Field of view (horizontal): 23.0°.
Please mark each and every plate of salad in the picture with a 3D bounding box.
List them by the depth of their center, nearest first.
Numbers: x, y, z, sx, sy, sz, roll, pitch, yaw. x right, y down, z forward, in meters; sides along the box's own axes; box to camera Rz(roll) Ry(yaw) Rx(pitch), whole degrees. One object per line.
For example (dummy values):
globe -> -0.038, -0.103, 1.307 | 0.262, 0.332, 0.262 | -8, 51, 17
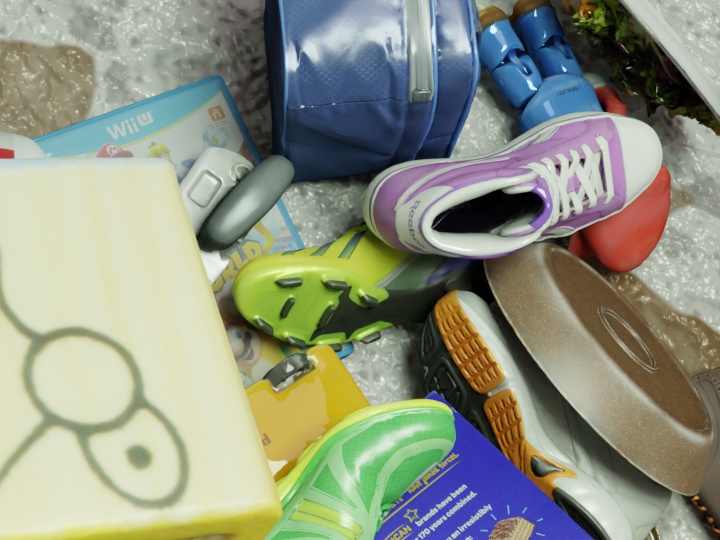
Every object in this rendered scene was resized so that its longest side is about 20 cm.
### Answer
plate of salad -> 0.180, -0.153, 1.193 | 0.048, 0.200, 0.200 | -42, 92, 7

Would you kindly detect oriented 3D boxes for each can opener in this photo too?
can opener -> -0.114, 0.004, 1.051 | 0.053, 0.066, 0.200 | 37, 68, -10

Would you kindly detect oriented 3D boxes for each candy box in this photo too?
candy box -> 0.049, 0.194, 1.024 | 0.169, 0.077, 0.200 | -36, 66, -24

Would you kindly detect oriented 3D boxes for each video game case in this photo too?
video game case -> -0.107, -0.011, 1.101 | 0.143, 0.018, 0.200 | -23, 83, -27

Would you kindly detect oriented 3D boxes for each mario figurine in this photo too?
mario figurine -> 0.133, -0.083, 1.209 | 0.123, 0.106, 0.200 | -30, 74, 6

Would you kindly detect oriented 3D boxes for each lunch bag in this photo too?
lunch bag -> 0.010, -0.135, 1.097 | 0.132, 0.200, 0.136 | -3, 76, -5

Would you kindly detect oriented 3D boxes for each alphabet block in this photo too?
alphabet block -> -0.176, 0.081, 0.851 | 0.195, 0.196, 0.200 | -3, 57, -27

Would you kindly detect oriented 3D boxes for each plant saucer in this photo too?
plant saucer -> 0.157, 0.052, 1.109 | 0.200, 0.034, 0.200 | 41, 19, -17

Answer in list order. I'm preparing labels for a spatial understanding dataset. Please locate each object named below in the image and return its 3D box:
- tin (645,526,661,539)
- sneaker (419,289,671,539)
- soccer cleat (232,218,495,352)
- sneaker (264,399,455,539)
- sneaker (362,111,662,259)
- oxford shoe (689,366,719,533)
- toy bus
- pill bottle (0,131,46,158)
tin -> 0.110, 0.214, 1.108 | 0.200, 0.042, 0.112 | -42, 96, -28
sneaker -> 0.117, 0.092, 1.103 | 0.092, 0.076, 0.200 | -33, 90, -40
soccer cleat -> 0.000, 0.001, 1.113 | 0.200, 0.065, 0.084 | -4, 45, -34
sneaker -> -0.020, 0.149, 0.966 | 0.200, 0.074, 0.084 | -39, 62, -13
sneaker -> 0.113, -0.044, 1.064 | 0.200, 0.114, 0.073 | -18, 103, -19
oxford shoe -> 0.256, 0.162, 1.182 | 0.072, 0.071, 0.200 | -3, 76, 6
toy bus -> -0.088, 0.122, 1.023 | 0.200, 0.078, 0.065 | -32, 82, -25
pill bottle -> -0.242, -0.027, 0.994 | 0.200, 0.112, 0.112 | 7, 71, -20
